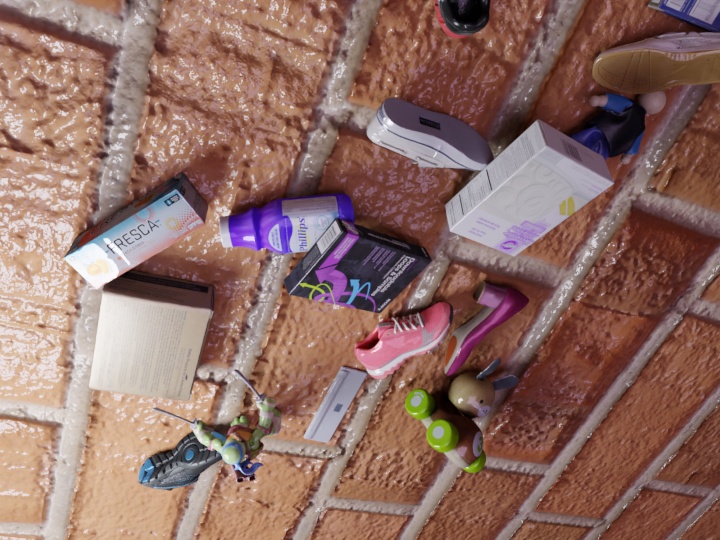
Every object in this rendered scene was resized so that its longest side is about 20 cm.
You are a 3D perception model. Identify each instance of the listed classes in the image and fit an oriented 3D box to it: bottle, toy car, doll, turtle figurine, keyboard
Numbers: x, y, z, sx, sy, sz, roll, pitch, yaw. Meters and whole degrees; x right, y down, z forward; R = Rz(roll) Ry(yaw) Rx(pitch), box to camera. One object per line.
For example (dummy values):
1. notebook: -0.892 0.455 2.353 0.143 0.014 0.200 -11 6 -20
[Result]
1. bottle: -0.109 -0.068 0.830 0.199 0.065 0.084 -6 128 -7
2. toy car: 0.218 0.260 1.056 0.200 0.158 0.164 -43 132 3
3. doll: 0.373 -0.210 0.838 0.200 0.049 0.137 -34 122 12
4. turtle figurine: -0.216 0.258 0.972 0.200 0.194 0.144 42 85 10
5. keyboard: -0.051 0.269 1.087 0.056 0.011 0.201 15 118 -24

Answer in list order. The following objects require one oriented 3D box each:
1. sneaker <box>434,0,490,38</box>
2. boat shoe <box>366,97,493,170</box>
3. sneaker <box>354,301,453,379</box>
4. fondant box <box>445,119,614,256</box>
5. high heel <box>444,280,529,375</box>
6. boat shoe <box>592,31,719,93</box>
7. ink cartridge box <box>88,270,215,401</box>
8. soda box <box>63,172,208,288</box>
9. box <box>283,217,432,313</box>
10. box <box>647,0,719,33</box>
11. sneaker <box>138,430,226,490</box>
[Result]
1. sneaker: 0.110 -0.376 0.659 0.071 0.098 0.201 -23 122 7
2. boat shoe: 0.101 -0.184 0.802 0.199 0.071 0.070 12 150 -27
3. sneaker: 0.074 0.114 0.973 0.200 0.074 0.087 -38 119 14
4. fondant box: 0.246 -0.113 0.821 0.144 0.058 0.200 17 141 -28
5. high heel: 0.227 0.119 1.003 0.096 0.068 0.201 19 114 -9
6. boat shoe: 0.435 -0.303 0.784 0.199 0.070 0.071 2 144 11
7. ink cartridge box: -0.339 0.108 0.893 0.164 0.075 0.201 12 118 -19
8. soda box: -0.324 -0.057 0.799 0.199 0.064 0.069 -29 122 7
9. box: 0.000 0.000 0.863 0.199 0.036 0.143 13 130 -42
10. box: 0.514 -0.393 0.758 0.199 0.032 0.122 13 119 -16
11. sneaker: -0.331 0.372 1.071 0.199 0.073 0.082 -25 134 15
